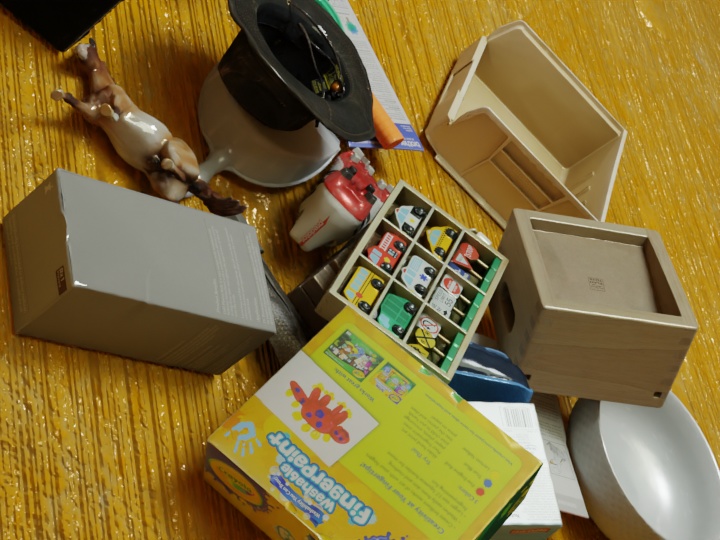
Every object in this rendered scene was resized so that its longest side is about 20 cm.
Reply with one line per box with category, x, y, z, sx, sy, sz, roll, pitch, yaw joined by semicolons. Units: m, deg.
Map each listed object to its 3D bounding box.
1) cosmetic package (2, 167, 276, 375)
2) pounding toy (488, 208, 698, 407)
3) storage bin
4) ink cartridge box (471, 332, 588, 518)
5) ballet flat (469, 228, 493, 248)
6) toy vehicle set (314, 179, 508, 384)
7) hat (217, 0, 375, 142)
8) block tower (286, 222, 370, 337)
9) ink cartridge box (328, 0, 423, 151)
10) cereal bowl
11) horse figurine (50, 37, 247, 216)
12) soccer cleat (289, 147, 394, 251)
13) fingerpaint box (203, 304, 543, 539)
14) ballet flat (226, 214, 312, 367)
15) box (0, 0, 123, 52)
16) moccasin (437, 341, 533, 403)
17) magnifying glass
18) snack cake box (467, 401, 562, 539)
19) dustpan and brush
cosmetic package;-0.169;0.005;1.252;0.199;0.090;0.107;15;51;-39
pounding toy;0.222;0.040;1.584;0.183;0.143;0.200;8;35;-14
storage bin;0.184;-0.148;1.787;0.199;0.094;0.200;44;36;-15
ink cartridge box;0.116;0.142;1.510;0.199;0.045;0.177;21;47;-38
ballet flat;0.098;-0.004;1.554;0.070;0.065;0.200;43;21;-1
toy vehicle set;0.048;0.012;1.393;0.124;0.027;0.200;36;36;-3
hat;-0.073;-0.181;1.443;0.201;0.081;0.201;43;29;-31
block tower;0.000;0.000;1.482;0.058;0.054;0.200;54;34;-2
ink cartridge box;-0.024;-0.194;1.617;0.119;0.042;0.201;-1;57;-50
cereal bowl;0.272;0.203;1.612;0.200;0.083;0.201;30;42;-31
horse figurine;-0.180;-0.107;1.341;0.200;0.050;0.133;43;8;-6
soccer cleat;-0.019;-0.061;1.503;0.069;0.085;0.200;48;11;-3
fingerpaint box;0.008;0.154;1.237;0.200;0.073;0.167;38;60;16
ballet flat;-0.078;0.042;1.371;0.201;0.046;0.067;61;4;-1
box;-0.269;-0.330;1.372;0.200;0.123;0.199;39;39;-24
moccasin;0.052;0.086;1.411;0.199;0.081;0.068;21;29;-24
magnifying glass;-0.021;-0.203;1.576;0.079;0.022;0.201;-19;74;-54
snack cake box;0.058;0.172;1.344;0.199;0.067;0.116;5;58;-24
dustpan and brush;-0.109;-0.116;1.460;0.140;0.057;0.200;48;29;-4
